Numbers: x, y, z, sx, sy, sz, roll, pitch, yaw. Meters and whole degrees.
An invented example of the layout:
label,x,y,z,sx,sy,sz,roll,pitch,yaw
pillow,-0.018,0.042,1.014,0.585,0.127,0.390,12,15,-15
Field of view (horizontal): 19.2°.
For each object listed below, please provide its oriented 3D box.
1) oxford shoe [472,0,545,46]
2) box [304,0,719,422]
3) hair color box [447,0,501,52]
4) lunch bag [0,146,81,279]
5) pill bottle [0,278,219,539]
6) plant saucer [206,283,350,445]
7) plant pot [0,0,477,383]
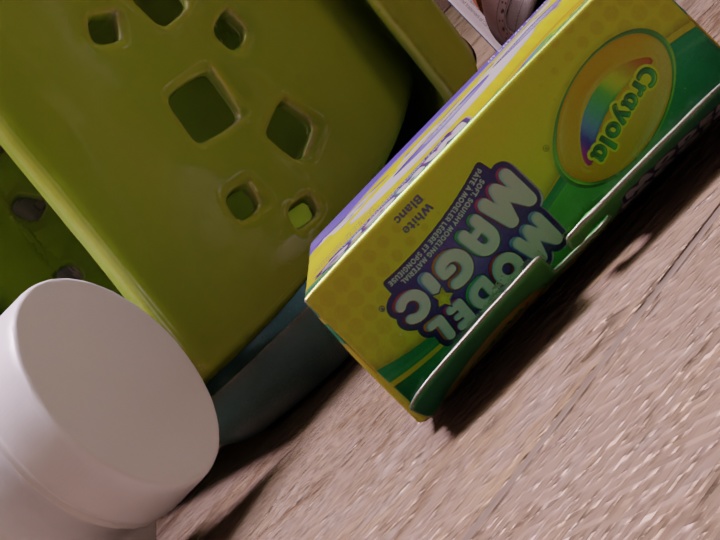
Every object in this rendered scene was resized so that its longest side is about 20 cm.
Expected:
label,x,y,z,sx,sy,sz,roll,pitch,yaw
oxford shoe,0.134,-0.156,0.873,0.200,0.071,0.073,-41,34,17
box,0.038,-0.024,0.574,0.117,0.048,0.200,-46,6,2
hair color box,0.117,-0.188,0.964,0.200,0.100,0.061,-44,3,14
lunch bag,-0.102,-0.085,0.996,0.117,0.164,0.200,-11,44,60
pill bottle,-0.139,0.094,0.706,0.200,0.112,0.112,-43,5,27
plant saucer,0.000,0.000,0.828,0.200,0.027,0.200,-45,5,5
plant pot,-0.081,-0.068,0.823,0.181,0.200,0.199,-39,2,-24
